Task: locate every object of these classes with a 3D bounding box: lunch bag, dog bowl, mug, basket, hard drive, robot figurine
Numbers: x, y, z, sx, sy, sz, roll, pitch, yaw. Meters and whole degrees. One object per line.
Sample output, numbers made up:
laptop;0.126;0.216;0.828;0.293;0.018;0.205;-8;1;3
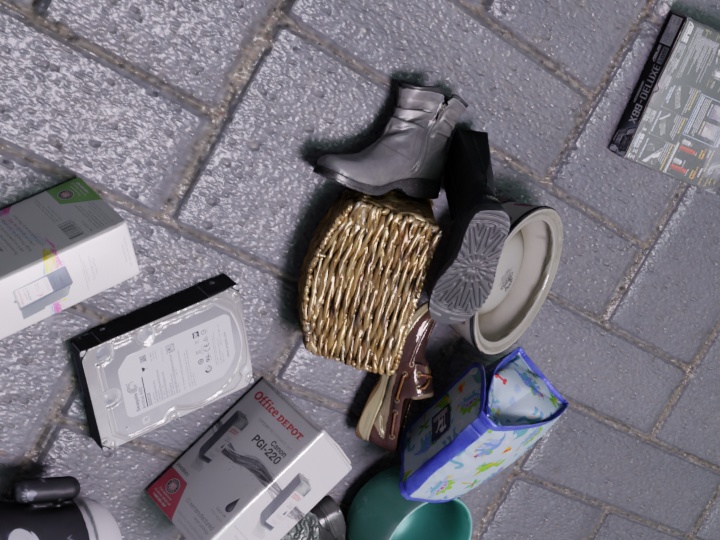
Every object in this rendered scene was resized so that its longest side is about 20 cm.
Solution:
lunch bag;0.144;0.204;1.805;0.170;0.128;0.200;-46;172;29
dog bowl;0.170;0.001;1.787;0.200;0.073;0.201;-38;141;-38
mug;0.060;0.347;1.893;0.152;0.114;0.186;-34;131;-20
basket;0.000;0.000;1.696;0.142;0.149;0.201;16;106;-7
hard drive;-0.219;0.103;1.602;0.199;0.038;0.141;-23;125;-25
robot figurine;-0.357;0.310;1.553;0.199;0.126;0.150;-1;149;-37

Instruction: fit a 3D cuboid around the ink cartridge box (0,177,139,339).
ink cartridge box;-0.334;-0.005;1.400;0.199;0.117;0.068;-26;130;-24

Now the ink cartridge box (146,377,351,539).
ink cartridge box;-0.130;0.244;1.671;0.200;0.145;0.085;-42;130;-11

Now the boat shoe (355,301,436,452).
boat shoe;0.063;0.137;1.794;0.201;0.072;0.072;-65;166;14

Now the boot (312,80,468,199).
boot;0.033;-0.157;1.642;0.199;0.070;0.133;-1;112;-49

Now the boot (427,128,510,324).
boot;0.117;-0.055;1.676;0.065;0.201;0.166;17;119;-17

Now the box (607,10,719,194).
box;0.441;-0.221;1.888;0.157;0.050;0.201;17;103;-23

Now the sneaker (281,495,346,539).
sneaker;-0.067;0.367;1.849;0.104;0.060;0.201;-26;122;-25
